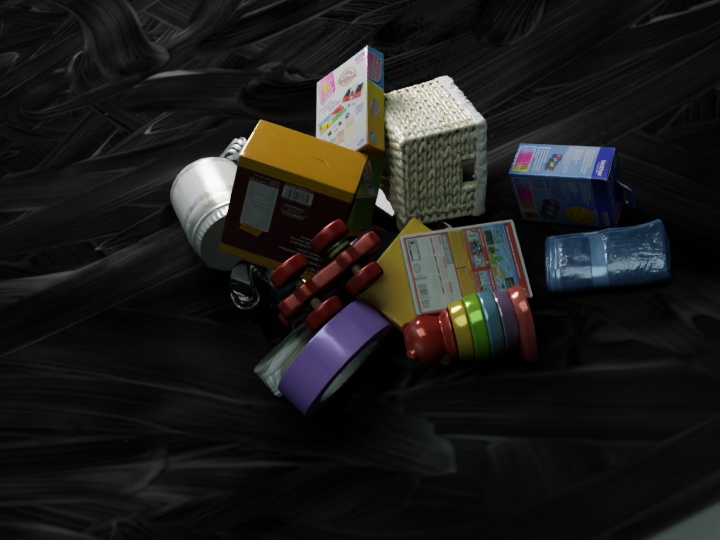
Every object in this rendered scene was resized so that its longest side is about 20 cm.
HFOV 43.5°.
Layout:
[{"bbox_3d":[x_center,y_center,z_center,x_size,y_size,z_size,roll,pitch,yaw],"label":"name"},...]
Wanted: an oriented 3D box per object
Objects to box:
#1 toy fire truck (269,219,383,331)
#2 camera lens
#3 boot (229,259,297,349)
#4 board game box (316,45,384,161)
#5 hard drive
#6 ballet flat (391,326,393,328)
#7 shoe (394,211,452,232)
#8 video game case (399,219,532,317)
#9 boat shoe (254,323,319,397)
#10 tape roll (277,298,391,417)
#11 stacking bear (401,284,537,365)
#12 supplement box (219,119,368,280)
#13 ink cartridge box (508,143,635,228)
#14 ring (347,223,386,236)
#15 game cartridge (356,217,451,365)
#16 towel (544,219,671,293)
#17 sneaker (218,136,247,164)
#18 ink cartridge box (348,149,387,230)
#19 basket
[{"bbox_3d":[-0.052,0.014,1.452,0.200,0.168,0.112,-40,85,-8],"label":"toy fire truck"},{"bbox_3d":[-0.278,-0.116,1.782,0.160,0.160,0.200,-32,48,-3],"label":"camera lens"},{"bbox_3d":[-0.171,0.027,1.616,0.076,0.168,0.200,-16,48,12],"label":"boot"},{"bbox_3d":[-0.020,-0.277,1.611,0.153,0.040,0.200,-24,58,47],"label":"board game box"},{"bbox_3d":[0.000,0.000,1.590,0.200,0.042,0.135,-44,34,-25],"label":"hard drive"},{"bbox_3d":[0.068,0.056,1.563,0.200,0.069,0.071,-32,65,-2],"label":"ballet flat"},{"bbox_3d":[0.131,-0.057,1.627,0.070,0.053,0.200,-43,49,-13],"label":"shoe"},{"bbox_3d":[0.175,-0.005,1.508,0.199,0.017,0.143,-9,71,-8],"label":"video game case"},{"bbox_3d":[-0.097,0.136,1.556,0.074,0.065,0.202,-28,10,48],"label":"boat shoe"},{"bbox_3d":[-0.041,0.140,1.444,0.066,0.200,0.200,42,75,10],"label":"tape roll"},{"bbox_3d":[0.166,0.096,1.425,0.199,0.114,0.122,-13,50,0],"label":"stacking bear"},{"bbox_3d":[-0.114,-0.113,1.534,0.197,0.200,0.133,18,37,-1],"label":"supplement box"},{"bbox_3d":[0.369,-0.143,1.535,0.200,0.137,0.076,6,58,28],"label":"ink cartridge box"},{"bbox_3d":[-0.027,-0.013,1.674,0.200,0.019,0.201,-8,47,9],"label":"ring"},{"bbox_3d":[0.116,0.033,1.516,0.200,0.032,0.176,37,71,10],"label":"game cartridge"},{"bbox_3d":[0.405,-0.020,1.481,0.200,0.049,0.112,-6,52,19],"label":"towel"},{"bbox_3d":[-0.239,-0.219,1.912,0.075,0.115,0.200,-51,14,-3],"label":"sneaker"},{"bbox_3d":[-0.018,-0.192,1.663,0.076,0.200,0.148,-6,54,-14],"label":"ink cartridge box"},{"bbox_3d":[0.120,-0.214,1.627,0.160,0.199,0.200,-12,38,-11],"label":"basket"}]
